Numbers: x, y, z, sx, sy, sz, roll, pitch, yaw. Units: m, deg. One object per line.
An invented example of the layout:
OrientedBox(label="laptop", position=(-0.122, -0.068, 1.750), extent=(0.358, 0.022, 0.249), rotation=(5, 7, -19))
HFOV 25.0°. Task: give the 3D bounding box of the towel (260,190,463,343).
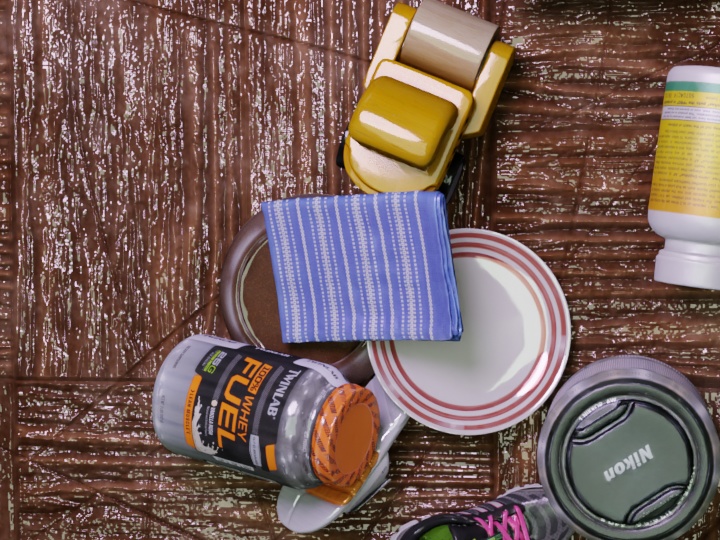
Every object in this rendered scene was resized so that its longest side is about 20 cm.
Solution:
OrientedBox(label="towel", position=(0.000, 0.000, 1.533), extent=(0.200, 0.024, 0.145), rotation=(-2, 103, 30))

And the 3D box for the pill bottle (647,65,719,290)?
OrientedBox(label="pill bottle", position=(0.329, -0.084, 1.511), extent=(0.113, 0.113, 0.200), rotation=(7, 94, 9))

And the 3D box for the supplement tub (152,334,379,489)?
OrientedBox(label="supplement tub", position=(-0.090, 0.138, 1.558), extent=(0.200, 0.122, 0.123), rotation=(11, 95, 29))

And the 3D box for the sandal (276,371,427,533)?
OrientedBox(label="sandal", position=(0.006, 0.183, 1.600), extent=(0.207, 0.059, 0.079), rotation=(-50, 46, -9))

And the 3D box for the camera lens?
OrientedBox(label="camera lens", position=(0.246, 0.162, 1.490), extent=(0.160, 0.200, 0.160), rotation=(0, 92, 9))

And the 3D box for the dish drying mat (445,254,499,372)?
OrientedBox(label="dish drying mat", position=(0.065, 0.010, 1.606), extent=(0.077, 0.018, 0.200), rotation=(-24, 89, 11))

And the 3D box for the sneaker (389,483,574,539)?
OrientedBox(label="sneaker", position=(0.119, 0.261, 1.573), extent=(0.200, 0.087, 0.074), rotation=(-15, 90, 9))

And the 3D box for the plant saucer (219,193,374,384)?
OrientedBox(label="plant saucer", position=(-0.049, 0.024, 1.612), extent=(0.200, 0.032, 0.201), rotation=(1, 95, 14))

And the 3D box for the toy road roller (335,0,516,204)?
OrientedBox(label="toy road roller", position=(0.056, -0.158, 1.530), extent=(0.123, 0.146, 0.200), rotation=(23, 91, 7))

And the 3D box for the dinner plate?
OrientedBox(label="dinner plate", position=(0.104, 0.059, 1.578), extent=(0.200, 0.024, 0.201), rotation=(0, 87, -5))
